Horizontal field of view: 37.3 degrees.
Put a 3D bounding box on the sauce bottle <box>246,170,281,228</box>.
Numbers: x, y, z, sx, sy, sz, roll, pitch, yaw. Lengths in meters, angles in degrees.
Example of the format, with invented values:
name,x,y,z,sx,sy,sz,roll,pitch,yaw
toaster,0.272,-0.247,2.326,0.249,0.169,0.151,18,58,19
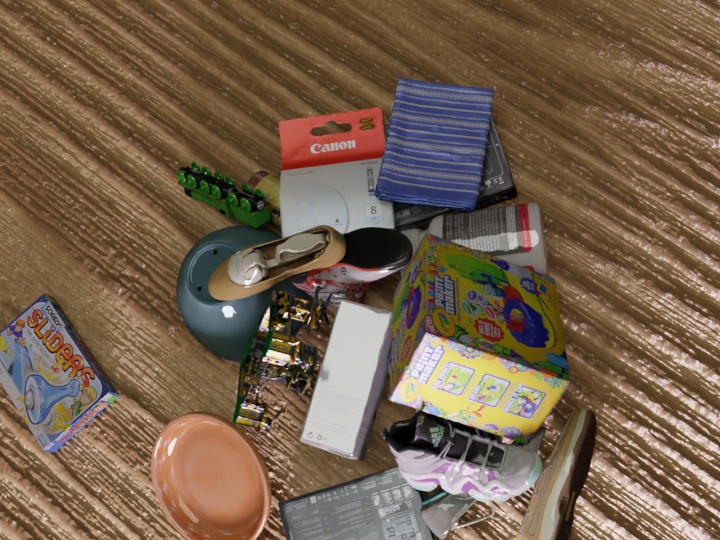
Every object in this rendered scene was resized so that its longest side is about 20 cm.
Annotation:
name,x,y,z,sx,sy,sz,roll,pitch,yaw
sauce bottle,-0.081,-0.076,1.567,0.199,0.066,0.066,31,85,21

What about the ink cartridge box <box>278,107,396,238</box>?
name,x,y,z,sx,sy,sz,roll,pitch,yaw
ink cartridge box,-0.037,-0.137,1.522,0.158,0.047,0.202,-7,75,5

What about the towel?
name,x,y,z,sx,sy,sz,roll,pitch,yaw
towel,0.104,-0.179,1.494,0.143,0.024,0.202,8,67,8

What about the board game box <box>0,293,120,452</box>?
name,x,y,z,sx,sy,sz,roll,pitch,yaw
board game box,-0.473,0.154,1.623,0.135,0.034,0.200,-41,70,1

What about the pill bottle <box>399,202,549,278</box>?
name,x,y,z,sx,sy,sz,roll,pitch,yaw
pill bottle,0.155,-0.026,1.471,0.198,0.111,0.112,-7,74,12

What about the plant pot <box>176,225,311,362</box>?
name,x,y,z,sx,sy,sz,roll,pitch,yaw
plant pot,-0.183,0.021,1.532,0.198,0.135,0.202,-3,75,13

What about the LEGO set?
name,x,y,z,sx,sy,sz,roll,pitch,yaw
LEGO set,-0.090,0.127,1.446,0.115,0.154,0.201,16,120,-15

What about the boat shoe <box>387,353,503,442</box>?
name,x,y,z,sx,sy,sz,roll,pitch,yaw
boat shoe,0.112,0.183,1.448,0.072,0.068,0.200,-43,73,1

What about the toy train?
name,x,y,z,sx,sy,sz,roll,pitch,yaw
toy train,-0.205,-0.111,1.587,0.042,0.057,0.199,-34,39,-31

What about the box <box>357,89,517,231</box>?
name,x,y,z,sx,sy,sz,roll,pitch,yaw
box,0.109,-0.152,1.548,0.198,0.048,0.160,-19,71,9

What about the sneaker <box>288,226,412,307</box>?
name,x,y,z,sx,sy,sz,roll,pitch,yaw
sneaker,0.000,-0.001,1.486,0.200,0.108,0.068,-9,59,27

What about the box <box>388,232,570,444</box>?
name,x,y,z,sx,sy,sz,roll,pitch,yaw
box,0.145,0.084,1.353,0.191,0.123,0.201,18,36,-11

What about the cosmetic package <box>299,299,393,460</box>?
name,x,y,z,sx,sy,sz,roll,pitch,yaw
cosmetic package,-0.012,0.151,1.464,0.080,0.113,0.202,16,82,11

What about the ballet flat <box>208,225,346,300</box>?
name,x,y,z,sx,sy,sz,roll,pitch,yaw
ballet flat,-0.118,-0.018,1.424,0.198,0.063,0.069,-21,70,3

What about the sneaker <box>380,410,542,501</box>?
name,x,y,z,sx,sy,sz,roll,pitch,yaw
sneaker,0.114,0.219,1.320,0.198,0.140,0.078,-7,46,31

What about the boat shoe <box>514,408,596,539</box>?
name,x,y,z,sx,sy,sz,roll,pitch,yaw
boat shoe,0.248,0.272,1.396,0.076,0.072,0.202,14,78,33

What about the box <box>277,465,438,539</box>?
name,x,y,z,sx,sy,sz,roll,pitch,yaw
box,0.002,0.363,1.439,0.198,0.051,0.159,-19,72,8

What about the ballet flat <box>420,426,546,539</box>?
name,x,y,z,sx,sy,sz,roll,pitch,yaw
ballet flat,0.171,0.280,1.393,0.199,0.067,0.064,-34,80,-1

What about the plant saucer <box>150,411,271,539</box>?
name,x,y,z,sx,sy,sz,roll,pitch,yaw
plant saucer,-0.202,0.290,1.480,0.198,0.037,0.202,8,106,28
